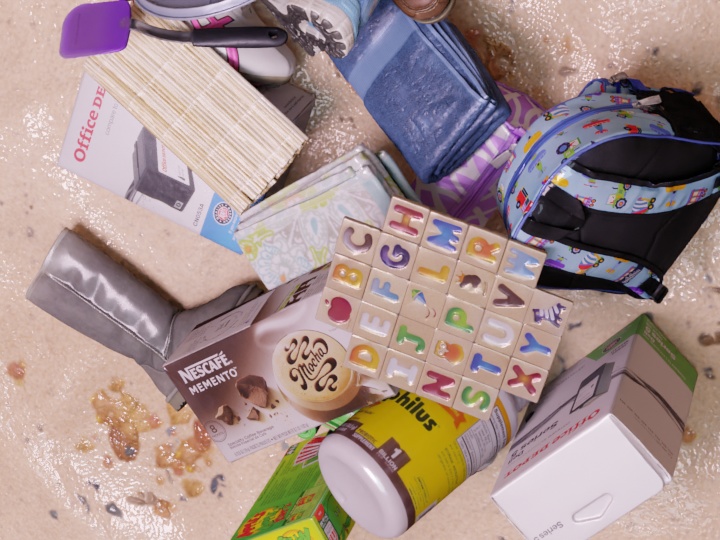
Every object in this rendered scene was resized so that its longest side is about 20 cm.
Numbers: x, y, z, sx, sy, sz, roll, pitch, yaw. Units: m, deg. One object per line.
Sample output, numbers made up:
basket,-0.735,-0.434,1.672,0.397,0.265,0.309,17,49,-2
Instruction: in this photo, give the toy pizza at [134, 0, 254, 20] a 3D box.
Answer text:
toy pizza,-0.104,-0.276,1.576,0.198,0.201,0.032,-11,135,22

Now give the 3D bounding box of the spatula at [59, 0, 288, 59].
spatula,-0.162,-0.207,1.615,0.198,0.057,0.021,3,153,-3

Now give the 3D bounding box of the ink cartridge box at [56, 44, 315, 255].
ink cartridge box,-0.162,-0.128,1.711,0.199,0.084,0.146,26,118,6

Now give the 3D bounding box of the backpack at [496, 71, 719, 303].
backpack,0.194,-0.071,1.540,0.135,0.199,0.183,57,131,36

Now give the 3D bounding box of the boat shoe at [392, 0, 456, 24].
boat shoe,0.023,-0.302,1.544,0.071,0.068,0.202,-22,83,18

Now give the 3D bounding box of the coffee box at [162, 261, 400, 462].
coffee box,-0.061,0.077,1.636,0.199,0.080,0.113,-24,107,33

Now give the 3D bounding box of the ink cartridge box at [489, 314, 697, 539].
ink cartridge box,0.211,0.146,1.646,0.145,0.200,0.084,-39,97,27

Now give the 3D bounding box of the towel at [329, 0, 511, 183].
towel,0.037,-0.181,1.602,0.112,0.048,0.201,-46,68,30

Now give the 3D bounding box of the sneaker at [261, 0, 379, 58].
sneaker,-0.026,-0.235,1.567,0.090,0.200,0.078,-46,115,-5

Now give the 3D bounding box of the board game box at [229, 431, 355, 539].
board game box,-0.046,0.218,1.759,0.101,0.200,0.048,-23,105,25

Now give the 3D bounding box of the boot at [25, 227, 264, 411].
boot,-0.213,0.024,1.811,0.200,0.073,0.182,43,117,4

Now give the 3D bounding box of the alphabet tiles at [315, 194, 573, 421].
alphabet tiles,0.066,0.033,1.513,0.198,0.006,0.168,21,120,6

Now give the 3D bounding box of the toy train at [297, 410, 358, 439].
toy train,-0.059,0.121,1.740,0.199,0.042,0.057,26,118,4

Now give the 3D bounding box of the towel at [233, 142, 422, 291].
towel,0.000,0.000,1.642,0.170,0.048,0.201,-25,106,35

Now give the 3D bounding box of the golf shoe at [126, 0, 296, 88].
golf shoe,-0.135,-0.243,1.658,0.199,0.073,0.092,37,117,0

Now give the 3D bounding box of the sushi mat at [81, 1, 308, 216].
sushi mat,-0.147,-0.148,1.640,0.200,0.012,0.096,42,102,2

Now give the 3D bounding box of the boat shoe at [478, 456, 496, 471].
boat shoe,0.040,0.126,1.766,0.199,0.074,0.068,39,130,-14

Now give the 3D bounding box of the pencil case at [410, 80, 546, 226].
pencil case,0.095,-0.074,1.651,0.083,0.086,0.200,20,124,-23

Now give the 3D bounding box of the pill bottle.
pill bottle,0.065,0.141,1.664,0.109,0.200,0.110,39,152,26
